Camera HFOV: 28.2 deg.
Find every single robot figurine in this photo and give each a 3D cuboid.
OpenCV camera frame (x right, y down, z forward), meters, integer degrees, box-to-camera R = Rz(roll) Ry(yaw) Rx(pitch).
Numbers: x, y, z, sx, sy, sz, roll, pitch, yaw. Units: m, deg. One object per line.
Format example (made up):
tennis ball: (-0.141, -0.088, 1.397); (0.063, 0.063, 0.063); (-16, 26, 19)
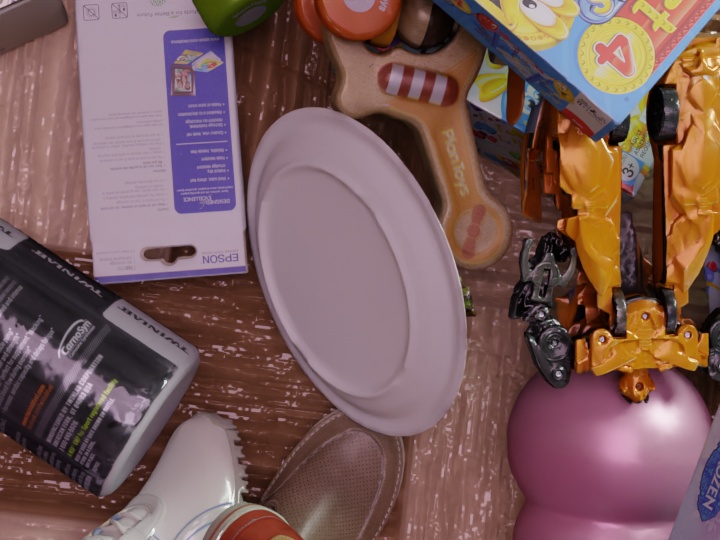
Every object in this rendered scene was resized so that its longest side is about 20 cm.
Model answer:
robot figurine: (0.151, -0.027, 0.795); (0.144, 0.058, 0.201); (-2, 98, -7)

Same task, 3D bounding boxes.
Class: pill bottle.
pill bottle: (-0.204, 0.038, 0.850); (0.200, 0.106, 0.106); (33, 82, 2)

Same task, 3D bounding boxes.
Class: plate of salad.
plate of salad: (0.000, 0.000, 0.838); (0.048, 0.200, 0.201); (-21, 85, -34)

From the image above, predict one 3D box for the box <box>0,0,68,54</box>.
box: (-0.257, -0.238, 0.893); (0.068, 0.082, 0.200); (-26, 87, -8)

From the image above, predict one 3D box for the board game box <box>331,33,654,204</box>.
board game box: (0.095, -0.130, 0.892); (0.200, 0.105, 0.103); (29, 83, -1)

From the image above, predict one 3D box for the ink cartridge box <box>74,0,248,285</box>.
ink cartridge box: (-0.125, -0.091, 0.906); (0.099, 0.039, 0.201); (-3, 82, -5)

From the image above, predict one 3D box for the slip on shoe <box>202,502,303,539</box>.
slip on shoe: (-0.020, 0.208, 0.824); (0.074, 0.061, 0.200); (-48, 130, -19)

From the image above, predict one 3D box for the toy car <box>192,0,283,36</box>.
toy car: (-0.047, -0.265, 0.835); (0.158, 0.200, 0.165); (-26, 82, -33)

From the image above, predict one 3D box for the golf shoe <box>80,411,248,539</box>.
golf shoe: (-0.131, 0.168, 0.832); (0.097, 0.078, 0.201); (29, 66, -33)

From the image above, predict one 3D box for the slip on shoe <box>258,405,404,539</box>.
slip on shoe: (-0.040, 0.168, 0.870); (0.076, 0.061, 0.200); (39, 83, 1)

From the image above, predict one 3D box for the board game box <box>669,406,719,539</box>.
board game box: (0.242, 0.187, 0.774); (0.199, 0.041, 0.200); (14, 99, -29)

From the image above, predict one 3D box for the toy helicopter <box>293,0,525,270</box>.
toy helicopter: (0.051, -0.099, 0.810); (0.132, 0.079, 0.201); (-18, 100, -10)

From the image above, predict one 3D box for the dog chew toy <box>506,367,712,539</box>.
dog chew toy: (0.145, 0.153, 0.860); (0.124, 0.125, 0.201); (5, 92, -3)

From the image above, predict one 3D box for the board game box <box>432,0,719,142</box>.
board game box: (0.115, -0.206, 0.733); (0.196, 0.056, 0.200); (40, 86, 1)

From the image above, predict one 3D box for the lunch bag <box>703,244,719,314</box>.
lunch bag: (0.269, -0.022, 0.864); (0.160, 0.082, 0.201); (-5, 87, -44)
